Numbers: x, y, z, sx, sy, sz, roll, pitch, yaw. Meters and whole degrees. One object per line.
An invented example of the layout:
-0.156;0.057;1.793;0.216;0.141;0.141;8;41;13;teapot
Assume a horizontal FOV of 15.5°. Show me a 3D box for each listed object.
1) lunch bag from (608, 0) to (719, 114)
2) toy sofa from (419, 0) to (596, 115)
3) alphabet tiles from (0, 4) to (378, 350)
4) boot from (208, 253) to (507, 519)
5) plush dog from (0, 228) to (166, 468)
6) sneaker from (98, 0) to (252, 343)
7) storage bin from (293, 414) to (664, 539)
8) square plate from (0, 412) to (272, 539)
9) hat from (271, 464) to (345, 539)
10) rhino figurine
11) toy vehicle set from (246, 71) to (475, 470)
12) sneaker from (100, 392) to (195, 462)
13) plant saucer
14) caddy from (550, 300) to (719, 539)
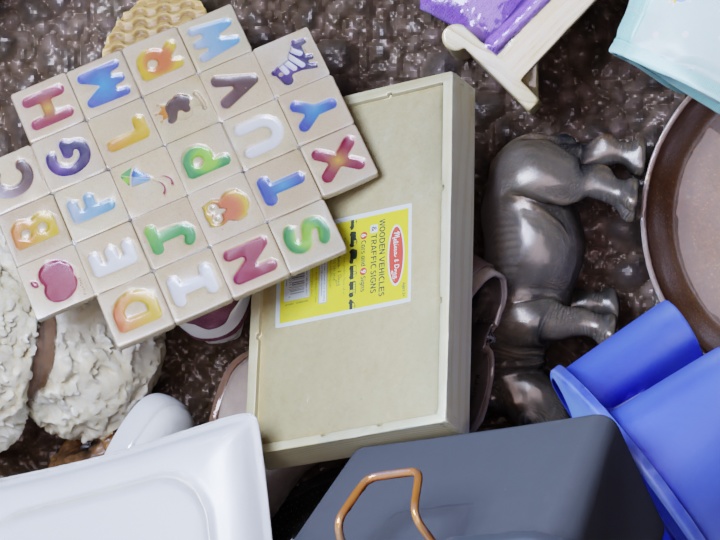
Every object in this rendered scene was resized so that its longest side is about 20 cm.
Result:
0.244;-0.144;1.374;0.199;0.122;0.171;26;94;-13;lunch bag
0.123;-0.187;1.445;0.098;0.083;0.200;44;94;1;toy sofa
-0.100;-0.053;1.422;0.199;0.006;0.167;-23;66;-5;alphabet tiles
-0.001;0.071;1.445;0.145;0.070;0.202;10;84;34;boot
-0.191;0.035;1.461;0.170;0.160;0.202;2;93;-20;plush dog
-0.101;-0.056;1.478;0.074;0.090;0.202;-8;65;4;sneaker
0.049;0.143;1.306;0.199;0.135;0.146;-11;121;30;storage bin
-0.129;0.191;1.390;0.197;0.028;0.202;-16;73;29;square plate
-0.006;0.207;1.454;0.200;0.201;0.081;-39;130;5;hat
0.101;0.019;1.466;0.087;0.060;0.202;10;95;6;rhino figurine
0.000;0.000;1.416;0.123;0.026;0.202;-10;65;28;toy vehicle set
-0.108;0.170;1.444;0.084;0.073;0.202;9;82;31;sneaker
0.255;-0.029;1.464;0.198;0.034;0.202;0;93;5;plant saucer
0.175;0.116;1.406;0.105;0.141;0.200;-38;119;-4;caddy
